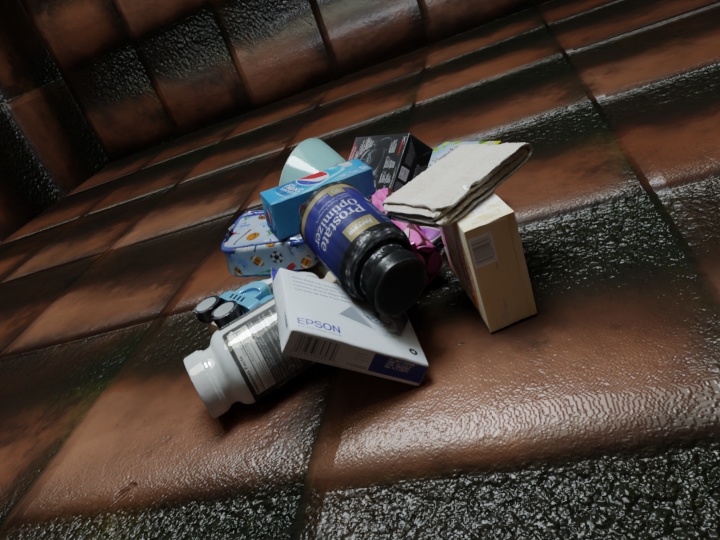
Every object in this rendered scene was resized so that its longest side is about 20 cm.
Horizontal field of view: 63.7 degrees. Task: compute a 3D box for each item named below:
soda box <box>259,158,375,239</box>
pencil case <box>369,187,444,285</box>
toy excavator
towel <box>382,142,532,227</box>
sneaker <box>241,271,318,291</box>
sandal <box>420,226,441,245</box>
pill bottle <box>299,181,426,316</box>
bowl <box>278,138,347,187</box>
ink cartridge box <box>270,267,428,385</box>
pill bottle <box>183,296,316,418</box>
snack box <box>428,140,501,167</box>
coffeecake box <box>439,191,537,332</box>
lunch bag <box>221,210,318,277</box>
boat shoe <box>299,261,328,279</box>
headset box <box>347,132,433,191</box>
[{"bbox_3d":[-0.072,-0.128,1.021,0.196,0.069,0.064,-23,35,-20],"label":"soda box"},{"bbox_3d":[0.067,-0.062,0.977,0.090,0.094,0.201,-39,39,7],"label":"pencil case"},{"bbox_3d":[-0.148,0.059,0.965,0.192,0.102,0.199,9,42,48],"label":"toy excavator"},{"bbox_3d":[0.131,-0.126,0.808,0.199,0.035,0.131,-38,30,-26],"label":"towel"},{"bbox_3d":[-0.162,0.037,1.052,0.194,0.075,0.083,-17,29,9],"label":"sneaker"},{"bbox_3d":[0.066,-0.074,1.094,0.200,0.051,0.082,9,41,48],"label":"sandal"},{"bbox_3d":[0.002,-0.031,0.800,0.110,0.114,0.200,-30,45,-15],"label":"pill bottle"},{"bbox_3d":[-0.080,-0.176,1.271,0.103,0.205,0.201,20,46,29],"label":"bowl"},{"bbox_3d":[-0.021,0.058,0.782,0.195,0.041,0.201,17,24,-23],"label":"ink cartridge box"},{"bbox_3d":[-0.147,0.118,0.843,0.197,0.119,0.116,-30,27,-14],"label":"pill bottle"},{"bbox_3d":[0.177,-0.195,1.206,0.198,0.069,0.167,-36,28,-25],"label":"snack box"},{"bbox_3d":[0.168,-0.038,0.830,0.071,0.157,0.201,-20,26,2],"label":"coffeecake box"},{"bbox_3d":[-0.157,-0.063,1.080,0.194,0.077,0.162,-3,35,16],"label":"lunch bag"},{"bbox_3d":[-0.125,-0.016,1.130,0.197,0.072,0.077,12,54,49],"label":"boat shoe"},{"bbox_3d":[0.037,-0.189,1.176,0.198,0.076,0.153,11,81,54],"label":"headset box"}]
